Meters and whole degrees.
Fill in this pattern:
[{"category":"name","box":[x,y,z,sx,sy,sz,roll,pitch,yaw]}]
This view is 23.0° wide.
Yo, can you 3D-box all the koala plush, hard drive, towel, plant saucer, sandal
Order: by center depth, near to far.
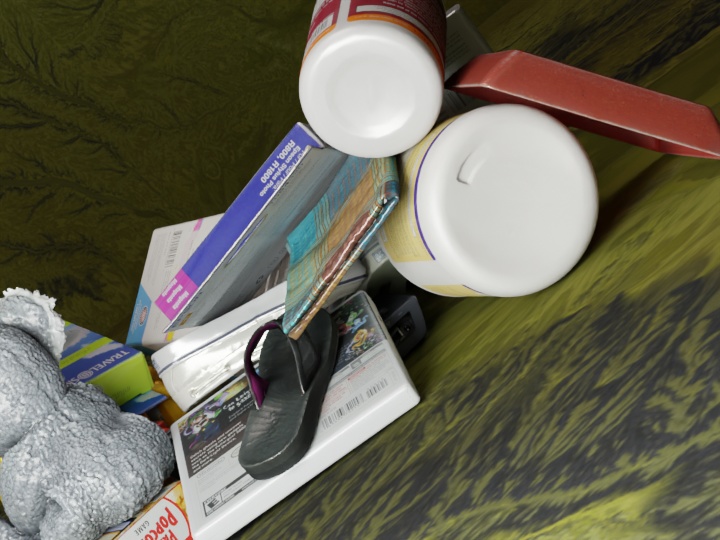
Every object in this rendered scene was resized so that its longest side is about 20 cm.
[{"category":"sandal","box":[-0.060,0.078,1.365,0.075,0.048,0.201,-28,26,19]},{"category":"plant saucer","box":[0.174,-0.132,1.377,0.200,0.198,0.037,-133,59,-82]},{"category":"towel","box":[-0.017,-0.040,1.414,0.147,0.022,0.200,-54,13,17]},{"category":"koala plush","box":[-0.265,0.124,1.439,0.183,0.201,0.177,-26,12,49]},{"category":"hard drive","box":[-0.035,0.095,1.500,0.200,0.042,0.135,-40,9,-10]}]

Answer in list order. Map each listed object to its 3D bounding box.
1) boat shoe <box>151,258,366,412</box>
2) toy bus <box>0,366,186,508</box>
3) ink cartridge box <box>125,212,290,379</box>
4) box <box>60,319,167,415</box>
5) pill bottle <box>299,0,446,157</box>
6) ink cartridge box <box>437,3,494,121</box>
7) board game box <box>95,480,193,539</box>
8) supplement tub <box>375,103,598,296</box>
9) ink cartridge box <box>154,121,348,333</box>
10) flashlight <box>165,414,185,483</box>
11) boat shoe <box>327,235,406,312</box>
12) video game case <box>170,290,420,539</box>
[{"category":"boat shoe","box":[-0.077,0.058,1.508,0.199,0.070,0.071,-27,-4,-1]},{"category":"toy bus","box":[-0.222,0.163,1.678,0.191,0.136,0.200,-10,23,44]},{"category":"ink cartridge box","box":[-0.120,0.028,1.732,0.199,0.125,0.130,-7,66,56]},{"category":"box","box":[-0.287,0.104,1.652,0.122,0.048,0.199,-31,30,-33]},{"category":"pill bottle","box":[0.014,-0.183,1.424,0.113,0.113,0.200,-34,23,22]},{"category":"ink cartridge box","box":[0.088,-0.116,1.600,0.145,0.201,0.145,-35,6,8]},{"category":"board game box","box":[-0.227,0.255,1.423,0.200,0.046,0.151,-42,9,-31]},{"category":"supplement tub","box":[0.091,-0.052,1.411,0.145,0.146,0.200,-39,9,-11]},{"category":"ink cartridge box","box":[-0.090,-0.038,1.496,0.197,0.043,0.200,-51,-10,9]},{"category":"flashlight","box":[-0.100,0.111,1.589,0.200,0.068,0.068,-38,-11,-27]},{"category":"boat shoe","box":[-0.001,0.000,1.614,0.070,0.072,0.201,-27,-17,-20]},{"category":"video game case","box":[-0.056,0.113,1.386,0.199,0.023,0.182,-36,25,4]}]
